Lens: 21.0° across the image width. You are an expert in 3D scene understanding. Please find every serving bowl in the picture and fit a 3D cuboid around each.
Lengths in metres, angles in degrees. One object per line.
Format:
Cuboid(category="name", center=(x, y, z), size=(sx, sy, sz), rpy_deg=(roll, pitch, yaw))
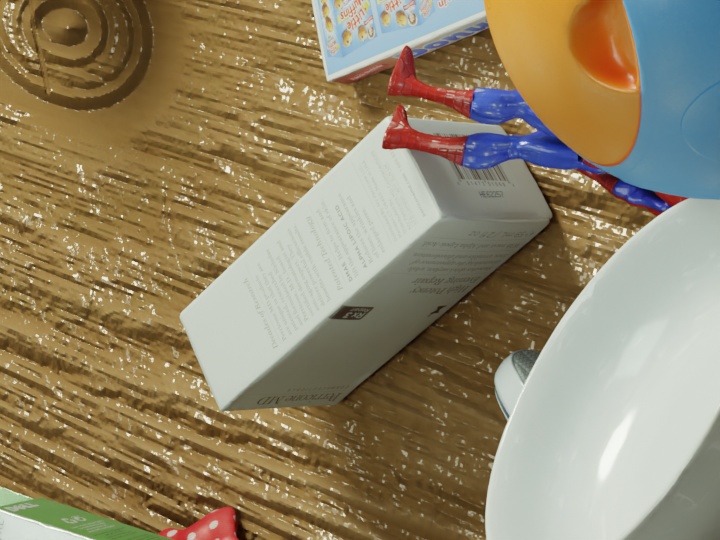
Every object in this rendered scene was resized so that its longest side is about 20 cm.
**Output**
Cuboid(category="serving bowl", center=(0.139, 0.066, 0.870), size=(0.200, 0.066, 0.200), rpy_deg=(-52, 16, 22))

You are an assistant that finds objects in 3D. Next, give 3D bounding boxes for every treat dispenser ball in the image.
Cuboid(category="treat dispenser ball", center=(0.151, -0.131, 0.828), size=(0.200, 0.200, 0.202), rpy_deg=(1, 92, 42))

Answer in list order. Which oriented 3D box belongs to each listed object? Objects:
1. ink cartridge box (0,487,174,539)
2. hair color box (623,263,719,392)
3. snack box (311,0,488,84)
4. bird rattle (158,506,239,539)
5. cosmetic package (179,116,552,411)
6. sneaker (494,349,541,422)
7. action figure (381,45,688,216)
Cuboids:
Cuboid(category="ink cartridge box", center=(-0.178, 0.200, 1.166), size=(0.199, 0.059, 0.104), rpy_deg=(14, 95, 22))
Cuboid(category="hair color box", center=(0.199, 0.035, 0.943), size=(0.200, 0.060, 0.099), rpy_deg=(-52, 58, 29))
Cuboid(category="snack box", center=(0.051, -0.168, 1.094), size=(0.200, 0.024, 0.072), rpy_deg=(-18, 80, 41))
Cuboid(category="bird rattle", center=(-0.113, 0.258, 1.229), size=(0.200, 0.113, 0.163), rpy_deg=(-47, 72, 17))
Cuboid(category="cosmetic package", center=(0.000, 0.000, 1.094), size=(0.200, 0.101, 0.074), rpy_deg=(-44, 62, 35))
Cuboid(category="sneaker", center=(0.123, 0.131, 1.005), size=(0.071, 0.073, 0.200), rpy_deg=(-52, 58, 29))
Cuboid(category="action figure", center=(0.114, -0.068, 0.976), size=(0.199, 0.052, 0.066), rpy_deg=(15, 132, 8))
